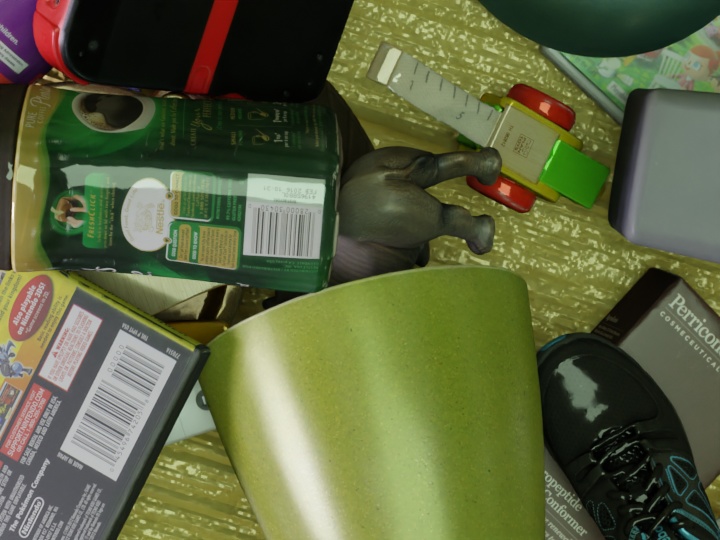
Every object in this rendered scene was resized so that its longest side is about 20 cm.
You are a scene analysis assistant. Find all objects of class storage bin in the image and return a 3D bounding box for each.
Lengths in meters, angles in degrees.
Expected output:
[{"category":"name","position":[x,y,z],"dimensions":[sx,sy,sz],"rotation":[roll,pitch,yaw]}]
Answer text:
[{"category":"storage bin","position":[0.211,-0.058,1.355],"dimensions":[0.133,0.200,0.146],"rotation":[9,95,0]}]

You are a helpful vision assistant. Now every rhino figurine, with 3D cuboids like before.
[{"category":"rhino figurine","position":[0.000,0.000,1.373],"dimensions":[0.087,0.200,0.060],"rotation":[5,54,-26]}]

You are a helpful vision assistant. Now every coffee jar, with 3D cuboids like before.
[{"category":"coffee jar","position":[-0.111,-0.043,1.263],"dimensions":[0.199,0.104,0.086],"rotation":[4,114,-4]}]

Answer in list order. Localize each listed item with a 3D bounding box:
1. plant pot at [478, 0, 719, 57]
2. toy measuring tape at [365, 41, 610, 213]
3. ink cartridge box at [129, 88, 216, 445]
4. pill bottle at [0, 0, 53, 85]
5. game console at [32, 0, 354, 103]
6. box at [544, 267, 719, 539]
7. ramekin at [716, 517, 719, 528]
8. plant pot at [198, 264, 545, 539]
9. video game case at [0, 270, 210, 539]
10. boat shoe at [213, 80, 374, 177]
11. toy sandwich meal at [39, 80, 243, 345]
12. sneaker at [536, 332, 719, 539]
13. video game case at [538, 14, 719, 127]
[{"category":"plant pot","position":[0.141,-0.222,1.347],"dimensions":[0.199,0.161,0.202],"rotation":[0,90,-1]},{"category":"toy measuring tape","position":[0.063,-0.083,1.392],"dimensions":[0.199,0.073,0.074],"rotation":[26,92,-39]},{"category":"ink cartridge box","position":[-0.184,0.019,1.401],"dimensions":[0.199,0.041,0.201],"rotation":[-19,97,-6]},{"category":"pill bottle","position":[-0.161,-0.182,1.313],"dimensions":[0.200,0.112,0.113],"rotation":[-40,99,6]},{"category":"game console","position":[-0.067,-0.181,1.276],"dimensions":[0.176,0.031,0.201],"rotation":[2,120,-37]},{"category":"box","position":[0.143,0.105,1.437],"dimensions":[0.100,0.075,0.200],"rotation":[43,87,-9]},{"category":"ramekin","position":[0.259,0.236,1.410],"dimensions":[0.094,0.202,0.203],"rotation":[31,91,-50]},{"category":"plant pot","position":[0.023,0.124,1.325],"dimensions":[0.186,0.187,0.201],"rotation":[-12,74,-6]},{"category":"video game case","position":[-0.201,0.087,1.312],"dimensions":[0.180,0.025,0.201],"rotation":[28,96,10]},{"category":"boat shoe","position":[-0.063,-0.089,1.402],"dimensions":[0.076,0.072,0.200],"rotation":[-27,110,30]},{"category":"toy sandwich meal","position":[-0.145,-0.011,1.347],"dimensions":[0.204,0.070,0.207],"rotation":[0,93,-7]},{"category":"sneaker","position":[0.159,0.123,1.360],"dimensions":[0.073,0.082,0.201],"rotation":[-31,91,1]},{"category":"video game case","position":[0.234,-0.131,1.452],"dimensions":[0.200,0.022,0.182],"rotation":[41,89,-9]}]
